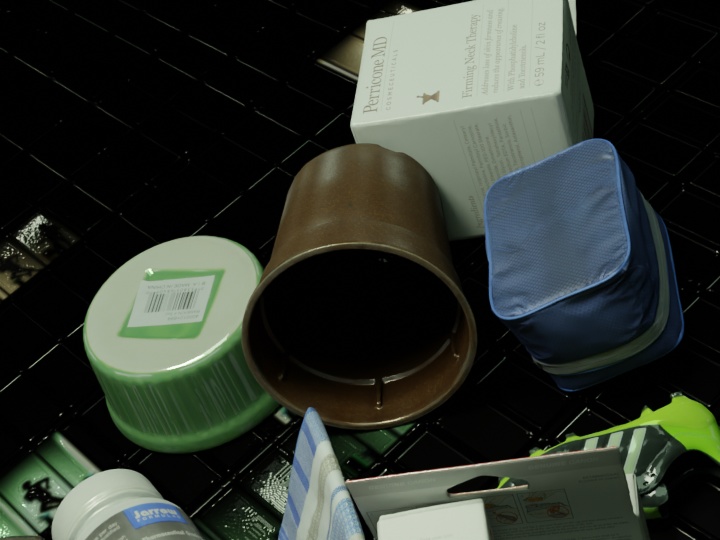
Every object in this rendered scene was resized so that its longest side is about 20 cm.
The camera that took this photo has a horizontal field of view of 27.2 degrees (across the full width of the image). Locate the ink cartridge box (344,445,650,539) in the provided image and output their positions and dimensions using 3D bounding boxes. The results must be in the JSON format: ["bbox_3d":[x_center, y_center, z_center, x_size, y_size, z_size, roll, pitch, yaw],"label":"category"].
[{"bbox_3d":[0.106,0.180,1.098,0.199,0.177,0.045,-9,43,13],"label":"ink cartridge box"}]

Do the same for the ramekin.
[{"bbox_3d":[-0.160,0.061,1.384,0.199,0.098,0.201,-12,43,11],"label":"ramekin"}]

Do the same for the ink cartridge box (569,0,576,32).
[{"bbox_3d":[0.135,-0.221,1.574,0.199,0.068,0.116,-8,44,15],"label":"ink cartridge box"}]

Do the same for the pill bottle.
[{"bbox_3d":[-0.164,0.253,1.180,0.113,0.114,0.200,-34,44,-13],"label":"pill bottle"}]

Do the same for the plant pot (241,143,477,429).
[{"bbox_3d":[0.000,0.000,1.324,0.199,0.201,0.199,-12,36,10],"label":"plant pot"}]

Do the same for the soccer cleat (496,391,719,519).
[{"bbox_3d":[0.193,0.165,1.164,0.199,0.068,0.081,-23,55,-2],"label":"soccer cleat"}]

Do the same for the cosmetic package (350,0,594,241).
[{"bbox_3d":[0.114,-0.145,1.434,0.199,0.167,0.168,-8,44,16],"label":"cosmetic package"}]

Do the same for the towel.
[{"bbox_3d":[-0.027,0.223,1.138,0.024,0.148,0.200,-1,37,-17],"label":"towel"}]

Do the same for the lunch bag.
[{"bbox_3d":[0.194,-0.005,1.287,0.135,0.132,0.201,-22,41,24],"label":"lunch bag"}]

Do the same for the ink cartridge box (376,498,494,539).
[{"bbox_3d":[0.069,0.283,1.030,0.084,0.146,0.201,-13,44,5],"label":"ink cartridge box"}]

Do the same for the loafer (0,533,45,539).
[{"bbox_3d":[-0.361,0.261,1.289,0.199,0.072,0.063,-20,36,5],"label":"loafer"}]
